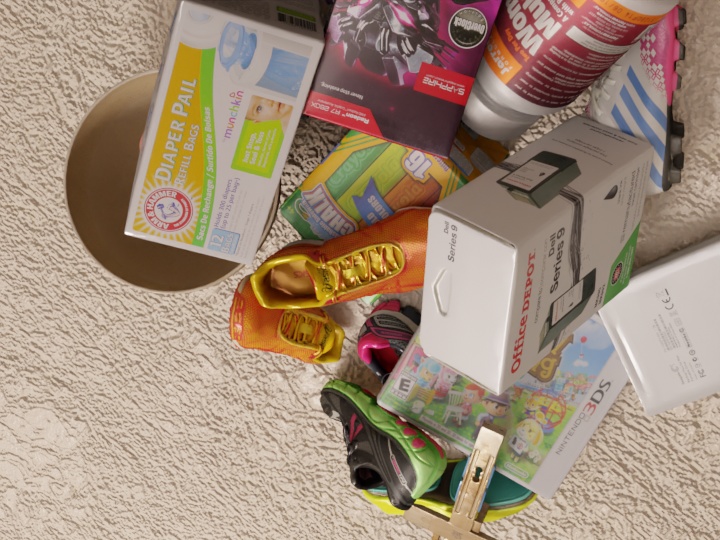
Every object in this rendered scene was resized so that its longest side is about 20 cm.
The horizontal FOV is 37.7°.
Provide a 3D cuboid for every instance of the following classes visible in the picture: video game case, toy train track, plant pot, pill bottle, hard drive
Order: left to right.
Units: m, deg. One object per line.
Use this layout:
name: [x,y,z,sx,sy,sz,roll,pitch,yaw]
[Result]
plant pot: [-0.165,-0.077,1.006,0.197,0.134,0.204,0,87,4]
toy train track: [0.108,0.219,1.025,0.113,0.033,0.202,22,127,13]
video game case: [0.143,0.096,0.999,0.198,0.022,0.184,29,103,-5]
pill bottle: [0.154,-0.194,0.838,0.110,0.110,0.200,44,141,-2]
hard drive: [0.323,0.037,0.935,0.198,0.026,0.133,-24,102,19]

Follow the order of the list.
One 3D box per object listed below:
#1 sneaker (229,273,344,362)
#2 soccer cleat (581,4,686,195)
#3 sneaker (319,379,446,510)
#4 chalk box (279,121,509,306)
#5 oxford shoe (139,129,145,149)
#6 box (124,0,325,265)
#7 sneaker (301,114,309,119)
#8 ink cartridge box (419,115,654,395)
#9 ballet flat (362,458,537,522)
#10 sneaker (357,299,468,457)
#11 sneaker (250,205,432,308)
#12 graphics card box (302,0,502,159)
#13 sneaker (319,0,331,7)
sneaker: [-0.067,0.048,1.011,0.076,0.200,0.074,9,85,21]
soccer cleat: [0.226,-0.158,0.877,0.085,0.070,0.203,2,113,19]
sneaker: [0.005,0.170,1.046,0.076,0.200,0.084,31,91,-31]
chalk box: [0.018,-0.065,0.964,0.125,0.124,0.200,44,120,-2]
oxford shoe: [-0.111,-0.162,0.914,0.199,0.074,0.071,-36,121,15]
box: [-0.110,-0.122,0.833,0.111,0.102,0.202,13,120,-13]
sneaker: [-0.048,-0.228,0.956,0.114,0.075,0.202,21,128,5]
ink cartridge box: [0.143,-0.015,0.854,0.083,0.199,0.148,28,134,33]
ballet flat: [0.096,0.235,1.108,0.197,0.067,0.068,-2,133,24]
sneaker: [0.070,0.125,1.056,0.200,0.075,0.081,44,120,-3]
sneaker: [0.000,0.000,0.886,0.198,0.077,0.074,-16,104,25]
graphics card box: [0.040,-0.199,0.803,0.124,0.051,0.203,17,108,-7]
sneaker: [-0.005,-0.325,0.880,0.086,0.076,0.204,-4,91,9]
